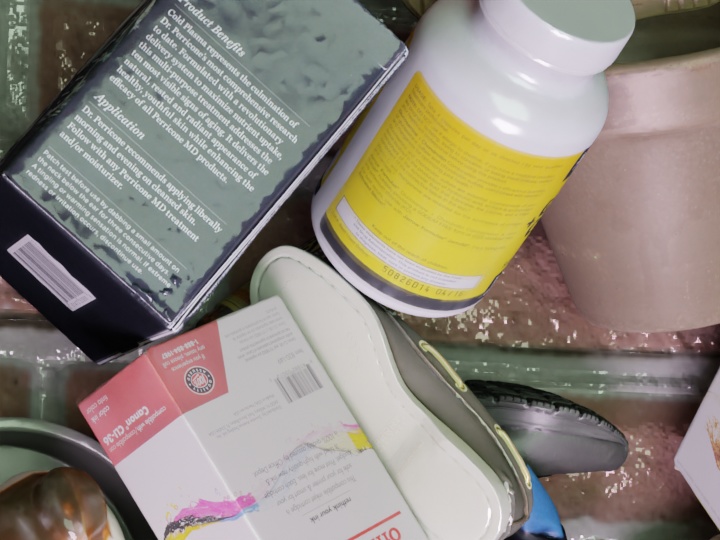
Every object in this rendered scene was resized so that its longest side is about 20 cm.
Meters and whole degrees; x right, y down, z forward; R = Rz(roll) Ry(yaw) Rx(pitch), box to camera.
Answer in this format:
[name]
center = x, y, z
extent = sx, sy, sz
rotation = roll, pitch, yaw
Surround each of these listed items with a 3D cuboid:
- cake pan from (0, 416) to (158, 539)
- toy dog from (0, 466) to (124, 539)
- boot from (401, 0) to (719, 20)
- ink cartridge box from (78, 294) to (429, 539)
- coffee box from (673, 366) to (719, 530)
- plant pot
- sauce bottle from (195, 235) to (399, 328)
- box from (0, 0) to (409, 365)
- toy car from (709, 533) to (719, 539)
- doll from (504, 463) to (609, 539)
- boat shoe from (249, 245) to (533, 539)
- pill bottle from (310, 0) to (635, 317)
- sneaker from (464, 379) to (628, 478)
[cake pan]
center = -0.195, 0.180, 1.615
extent = 0.200, 0.037, 0.200
rotation = 1, 87, -20
[toy dog]
center = -0.130, 0.192, 1.548
extent = 0.200, 0.140, 0.194
rotation = 47, 64, -12
[boot]
center = 0.096, -0.180, 1.683
extent = 0.200, 0.166, 0.072
rotation = -2, 112, -18
[ink cartridge box]
center = -0.044, 0.125, 1.553
extent = 0.116, 0.067, 0.200
rotation = -23, 78, -50
[coffee box]
center = 0.334, 0.102, 1.676
extent = 0.200, 0.200, 0.198
rotation = 2, 127, -30
[plant pot]
center = 0.171, -0.062, 1.698
extent = 0.200, 0.200, 0.175
rotation = -14, 108, -20
[sauce bottle]
center = 0.000, 0.000, 1.685
extent = 0.200, 0.066, 0.066
rotation = -36, 99, -20
[box]
center = -0.101, -0.068, 1.575
extent = 0.124, 0.200, 0.197
rotation = 43, 74, -7
[toy car]
center = 0.226, 0.253, 1.705
extent = 0.175, 0.150, 0.200
rotation = -36, 99, -19
[doll]
center = 0.060, 0.160, 1.658
extent = 0.200, 0.048, 0.137
rotation = 9, 103, -13
[boat shoe]
center = 0.017, 0.068, 1.608
extent = 0.202, 0.072, 0.060
rotation = 51, 28, 14
[pill bottle]
center = 0.062, -0.077, 1.567
extent = 0.112, 0.200, 0.112
rotation = 20, 40, -17
[sneaker]
center = 0.055, 0.107, 1.702
extent = 0.200, 0.076, 0.091
rotation = 6, 95, -13
